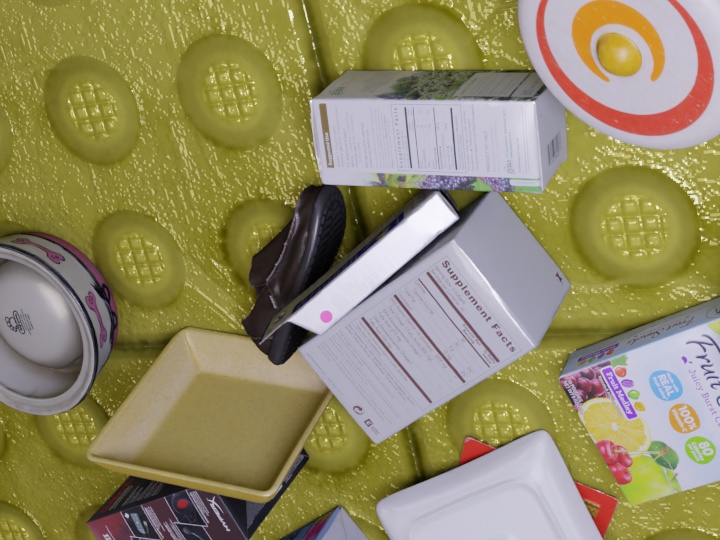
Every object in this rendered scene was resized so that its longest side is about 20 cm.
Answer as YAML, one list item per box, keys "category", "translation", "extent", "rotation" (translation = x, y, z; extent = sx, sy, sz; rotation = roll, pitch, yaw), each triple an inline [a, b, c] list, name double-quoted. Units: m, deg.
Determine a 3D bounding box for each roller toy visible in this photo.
- category: "roller toy"
  translation: [0.209, -0.187, 0.909]
  extent: [0.182, 0.140, 0.201]
  rotation: [8, 136, 44]

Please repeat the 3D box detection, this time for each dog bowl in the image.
- category: "dog bowl"
  translation: [-0.345, 0.049, 1.366]
  extent: [0.199, 0.074, 0.201]
  rotation: [11, 120, 20]

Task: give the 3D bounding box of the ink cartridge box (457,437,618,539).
- category: "ink cartridge box"
  translation: [0.148, 0.279, 1.262]
  extent: [0.162, 0.050, 0.201]
  rotation: [21, 125, 14]

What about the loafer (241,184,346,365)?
- category: "loafer"
  translation: [-0.072, 0.000, 1.210]
  extent: [0.071, 0.073, 0.201]
  rotation: [28, 122, 12]

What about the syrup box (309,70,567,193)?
- category: "syrup box"
  translation: [0.065, -0.119, 1.081]
  extent: [0.199, 0.079, 0.082]
  rotation: [3, 116, 24]

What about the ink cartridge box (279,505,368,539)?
- category: "ink cartridge box"
  translation: [-0.059, 0.360, 1.386]
  extent: [0.200, 0.076, 0.137]
  rotation: [-35, 96, 36]

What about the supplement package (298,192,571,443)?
- category: "supplement package"
  translation: [0.065, 0.042, 1.139]
  extent: [0.200, 0.117, 0.117]
  rotation: [-36, 96, 34]

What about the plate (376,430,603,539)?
- category: "plate"
  translation: [0.135, 0.280, 1.237]
  extent: [0.199, 0.032, 0.200]
  rotation: [-27, 92, 22]

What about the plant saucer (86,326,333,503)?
- category: "plant saucer"
  translation: [-0.128, 0.145, 1.240]
  extent: [0.199, 0.200, 0.049]
  rotation: [7, 128, 23]

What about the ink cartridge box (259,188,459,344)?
- category: "ink cartridge box"
  translation: [0.000, 0.000, 1.117]
  extent: [0.200, 0.095, 0.037]
  rotation: [-38, 97, 9]

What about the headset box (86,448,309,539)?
- category: "headset box"
  translation: [-0.174, 0.229, 1.328]
  extent: [0.199, 0.149, 0.075]
  rotation: [-22, 105, 33]

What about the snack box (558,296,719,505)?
- category: "snack box"
  translation: [0.290, 0.108, 1.104]
  extent: [0.199, 0.053, 0.143]
  rotation: [-24, 103, 32]
